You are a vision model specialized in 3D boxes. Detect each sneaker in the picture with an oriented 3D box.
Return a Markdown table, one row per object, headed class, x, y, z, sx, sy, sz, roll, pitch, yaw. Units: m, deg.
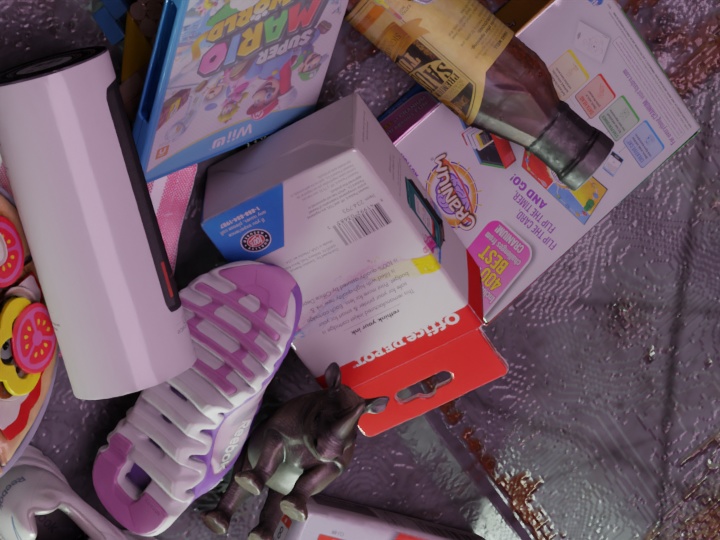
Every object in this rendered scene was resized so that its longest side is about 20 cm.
| class | x | y | z | sx | sy | sz | roll | pitch | yaw |
| --- | --- | --- | --- | --- | --- | --- | --- | --- | --- |
| sneaker | -0.167 | 0.193 | 1.733 | 0.200 | 0.087 | 0.075 | 40 | 89 | -31 |
| sneaker | -0.092 | 0.074 | 1.715 | 0.088 | 0.080 | 0.201 | -13 | 140 | -58 |

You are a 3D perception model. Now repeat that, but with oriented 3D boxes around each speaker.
| class | x | y | z | sx | sy | sz | roll | pitch | yaw |
| --- | --- | --- | --- | --- | --- | --- | --- | --- | --- |
| speaker | -0.162 | -0.027 | 1.623 | 0.081 | 0.081 | 0.201 | -19 | 103 | -17 |

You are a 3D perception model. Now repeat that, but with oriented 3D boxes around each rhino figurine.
| class | x | y | z | sx | sy | sz | roll | pitch | yaw |
| --- | --- | --- | --- | --- | --- | --- | --- | --- | --- |
| rhino figurine | -0.036 | 0.112 | 1.717 | 0.060 | 0.200 | 0.088 | 37 | 61 | -4 |

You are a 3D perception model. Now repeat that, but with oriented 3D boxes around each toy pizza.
| class | x | y | z | sx | sy | sz | roll | pitch | yaw |
| --- | --- | --- | --- | --- | --- | --- | --- | --- | --- |
| toy pizza | -0.241 | 0.039 | 1.591 | 0.200 | 0.032 | 0.202 | -4 | 95 | -51 |

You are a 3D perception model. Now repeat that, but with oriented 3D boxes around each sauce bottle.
| class | x | y | z | sx | sy | sz | roll | pitch | yaw |
| --- | --- | --- | --- | --- | --- | --- | --- | --- | --- |
| sauce bottle | 0.072 | -0.128 | 1.698 | 0.200 | 0.066 | 0.066 | 40 | 89 | -3 |

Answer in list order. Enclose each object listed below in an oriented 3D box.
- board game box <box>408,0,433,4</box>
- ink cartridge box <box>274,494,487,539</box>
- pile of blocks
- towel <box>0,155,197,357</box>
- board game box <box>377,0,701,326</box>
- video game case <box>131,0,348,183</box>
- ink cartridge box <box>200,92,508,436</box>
| class | x | y | z | sx | sy | sz | roll | pitch | yaw |
| --- | --- | --- | --- | --- | --- | --- | --- | --- | --- |
| board game box | 0.068 | -0.293 | 1.660 | 0.199 | 0.026 | 0.201 | -30 | 102 | -20 |
| ink cartridge box | -0.011 | 0.260 | 1.851 | 0.161 | 0.050 | 0.201 | 16 | 98 | -28 |
| pile of blocks | -0.117 | -0.193 | 1.642 | 0.062 | 0.082 | 0.201 | -36 | 143 | -60 |
| towel | -0.204 | -0.014 | 1.674 | 0.199 | 0.030 | 0.147 | 4 | 106 | -26 |
| board game box | 0.108 | -0.086 | 1.785 | 0.200 | 0.040 | 0.153 | -41 | 120 | -6 |
| video game case | -0.064 | -0.145 | 1.619 | 0.143 | 0.018 | 0.201 | -25 | 150 | -34 |
| ink cartridge box | 0.000 | 0.000 | 1.727 | 0.116 | 0.067 | 0.200 | -25 | 122 | 17 |
